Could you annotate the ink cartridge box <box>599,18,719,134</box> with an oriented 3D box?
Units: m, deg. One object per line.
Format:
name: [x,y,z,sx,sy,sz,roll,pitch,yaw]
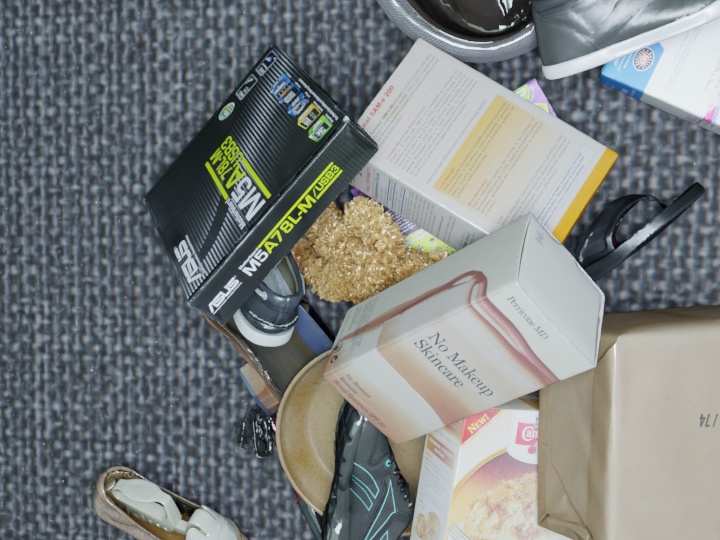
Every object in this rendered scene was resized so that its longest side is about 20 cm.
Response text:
ink cartridge box: [0.320,-0.176,0.804,0.200,0.067,0.116,27,99,10]

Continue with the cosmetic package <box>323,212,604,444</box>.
cosmetic package: [0.080,0.052,0.752,0.200,0.087,0.103,-31,114,36]

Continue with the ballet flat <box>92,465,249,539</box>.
ballet flat: [-0.182,0.254,0.942,0.200,0.068,0.067,22,133,9]

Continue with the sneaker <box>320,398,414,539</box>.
sneaker: [0.011,0.191,0.865,0.079,0.075,0.200,6,114,-6]

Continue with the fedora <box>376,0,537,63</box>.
fedora: [0.096,-0.280,0.832,0.200,0.090,0.177,42,104,-3]

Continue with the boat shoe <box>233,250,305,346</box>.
boat shoe: [-0.098,-0.023,0.866,0.200,0.076,0.060,59,138,35]

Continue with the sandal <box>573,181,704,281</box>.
sandal: [0.211,-0.023,0.837,0.200,0.075,0.048,-37,84,13]

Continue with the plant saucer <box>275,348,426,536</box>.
plant saucer: [0.020,0.156,0.900,0.200,0.035,0.201,2,106,9]

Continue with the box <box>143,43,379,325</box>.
box: [-0.094,-0.081,0.808,0.193,0.200,0.048,-46,127,8]

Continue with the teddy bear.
teddy bear: [0.000,0.000,0.868,0.200,0.067,0.145,40,121,16]

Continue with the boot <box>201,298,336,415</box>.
boot: [-0.096,0.032,0.916,0.097,0.075,0.200,-29,99,5]

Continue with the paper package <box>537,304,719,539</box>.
paper package: [0.257,0.129,0.781,0.200,0.103,0.191,-2,95,-23]

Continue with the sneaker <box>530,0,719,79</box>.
sneaker: [0.222,-0.233,0.740,0.200,0.071,0.099,-21,110,18]

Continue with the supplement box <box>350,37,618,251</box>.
supplement box: [0.097,-0.089,0.809,0.200,0.074,0.126,33,74,10]

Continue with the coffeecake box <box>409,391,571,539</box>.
coffeecake box: [0.132,0.210,0.841,0.153,0.073,0.200,6,97,-20]

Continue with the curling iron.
curling iron: [-0.064,0.224,0.939,0.050,0.026,0.200,-31,92,-24]

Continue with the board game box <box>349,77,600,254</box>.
board game box: [0.104,-0.075,0.880,0.200,0.032,0.120,-30,91,13]
